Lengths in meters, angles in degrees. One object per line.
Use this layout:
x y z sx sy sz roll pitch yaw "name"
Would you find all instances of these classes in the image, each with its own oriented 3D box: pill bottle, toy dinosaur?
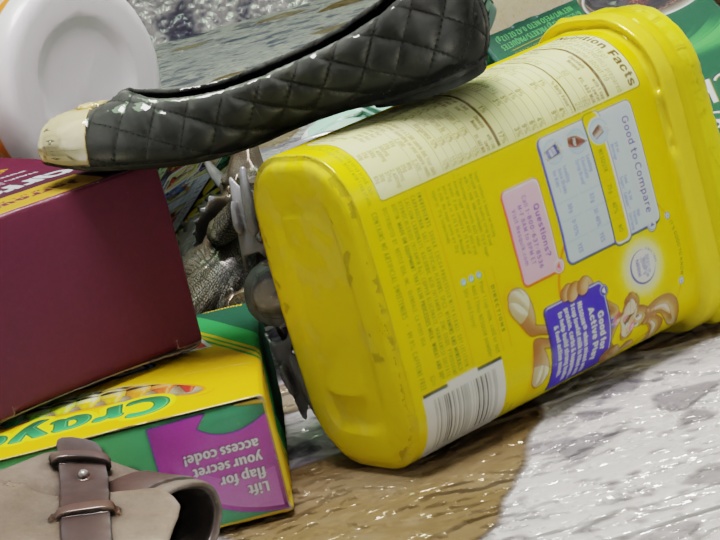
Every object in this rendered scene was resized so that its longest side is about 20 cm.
-0.209 -0.090 1.286 0.199 0.113 0.112 -3 16 41 "pill bottle"
-0.076 0.014 1.216 0.201 0.077 0.102 -59 6 -23 "toy dinosaur"

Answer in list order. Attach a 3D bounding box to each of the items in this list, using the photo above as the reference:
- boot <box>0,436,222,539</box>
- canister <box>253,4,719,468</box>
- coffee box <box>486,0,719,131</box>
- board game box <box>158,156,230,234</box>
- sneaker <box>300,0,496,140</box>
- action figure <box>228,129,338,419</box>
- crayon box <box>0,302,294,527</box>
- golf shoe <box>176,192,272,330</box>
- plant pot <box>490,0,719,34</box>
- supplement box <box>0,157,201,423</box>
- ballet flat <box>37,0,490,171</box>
-0.137 0.117 0.893 0.145 0.071 0.200 -3 21 15 "boot"
0.062 -0.016 1.065 0.199 0.150 0.086 -24 15 -34 "canister"
0.156 -0.079 1.254 0.122 0.044 0.200 -23 41 -8 "coffee box"
-0.114 -0.031 1.374 0.105 0.023 0.200 -37 -11 -40 "board game box"
0.023 -0.105 1.304 0.073 0.119 0.201 24 18 -2 "sneaker"
0.000 0.000 1.136 0.069 0.131 0.200 -6 2 24 "action figure"
-0.133 0.079 1.071 0.199 0.059 0.173 -15 11 -1 "crayon box"
-0.070 0.013 1.338 0.097 0.079 0.200 15 29 28 "golf shoe"
0.178 -0.157 1.553 0.183 0.202 0.200 -21 6 34 "plant pot"
-0.172 0.004 1.111 0.110 0.086 0.200 -20 14 -30 "supplement box"
-0.043 -0.084 1.032 0.199 0.057 0.067 -16 15 5 "ballet flat"
